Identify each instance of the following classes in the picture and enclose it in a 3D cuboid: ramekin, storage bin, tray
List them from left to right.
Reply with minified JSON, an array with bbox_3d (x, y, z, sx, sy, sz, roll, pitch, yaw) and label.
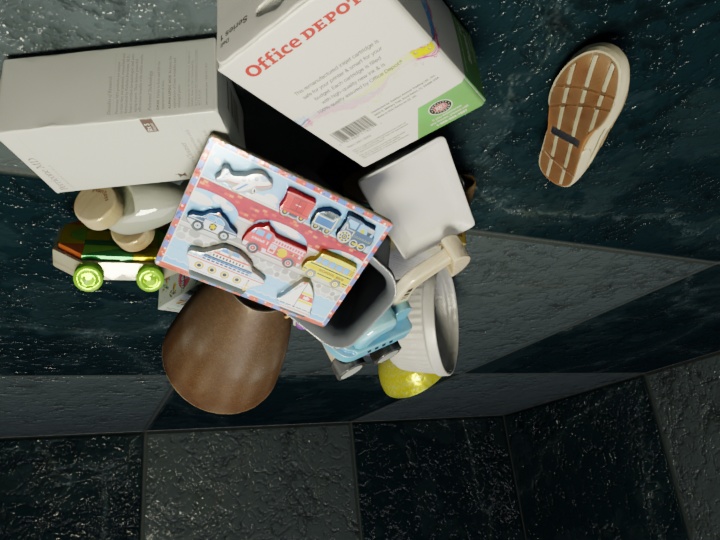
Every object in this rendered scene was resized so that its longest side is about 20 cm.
[{"bbox_3d":[-0.055,-0.025,0.691,0.199,0.135,0.146,39,117,-8],"label":"storage bin"},{"bbox_3d":[0.072,-0.084,0.694,0.105,0.023,0.200,-25,150,9],"label":"tray"},{"bbox_3d":[0.111,0.091,1.062,0.102,0.206,0.200,-4,160,21],"label":"ramekin"}]

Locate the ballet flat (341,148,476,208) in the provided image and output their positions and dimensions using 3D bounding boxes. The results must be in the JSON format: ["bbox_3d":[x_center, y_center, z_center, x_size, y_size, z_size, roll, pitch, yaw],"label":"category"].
[{"bbox_3d":[0.071,-0.114,0.733,0.195,0.069,0.073,7,135,-30],"label":"ballet flat"}]

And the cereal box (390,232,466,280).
[{"bbox_3d":[0.052,-0.037,0.930,0.141,0.041,0.198,15,150,-37],"label":"cereal box"}]

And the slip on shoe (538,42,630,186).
[{"bbox_3d":[0.251,-0.174,0.638,0.060,0.076,0.201,-42,154,-16],"label":"slip on shoe"}]

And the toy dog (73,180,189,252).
[{"bbox_3d":[-0.226,-0.101,0.665,0.195,0.098,0.132,-15,159,-22],"label":"toy dog"}]

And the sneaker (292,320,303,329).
[{"bbox_3d":[-0.076,0.023,0.842,0.070,0.118,0.201,0,162,4],"label":"sneaker"}]

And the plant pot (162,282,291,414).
[{"bbox_3d":[-0.170,0.072,0.820,0.183,0.191,0.201,6,142,-28],"label":"plant pot"}]

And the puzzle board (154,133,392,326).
[{"bbox_3d":[-0.086,-0.026,0.576,0.196,0.018,0.152,23,119,-23],"label":"puzzle board"}]

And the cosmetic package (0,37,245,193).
[{"bbox_3d":[-0.216,-0.142,0.544,0.194,0.083,0.113,-8,160,1],"label":"cosmetic package"}]

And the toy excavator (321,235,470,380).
[{"bbox_3d":[0.041,0.045,0.787,0.191,0.101,0.201,-20,159,-27],"label":"toy excavator"}]

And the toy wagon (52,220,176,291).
[{"bbox_3d":[-0.280,-0.027,0.738,0.195,0.156,0.041,1,117,-21],"label":"toy wagon"}]

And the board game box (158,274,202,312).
[{"bbox_3d":[-0.223,0.020,0.960,0.198,0.066,0.146,-26,150,36],"label":"board game box"}]

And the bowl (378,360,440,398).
[{"bbox_3d":[0.115,0.200,1.405,0.197,0.201,0.109,-21,113,32],"label":"bowl"}]

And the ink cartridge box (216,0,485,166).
[{"bbox_3d":[-0.004,-0.187,0.489,0.142,0.086,0.198,-21,154,31],"label":"ink cartridge box"}]
